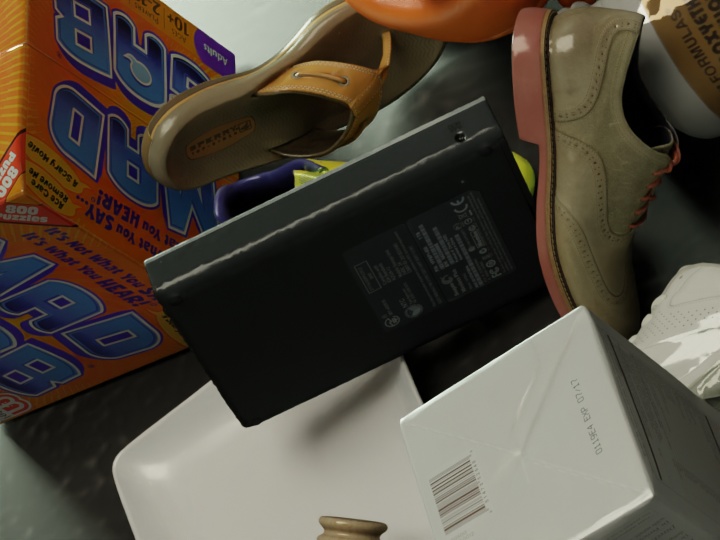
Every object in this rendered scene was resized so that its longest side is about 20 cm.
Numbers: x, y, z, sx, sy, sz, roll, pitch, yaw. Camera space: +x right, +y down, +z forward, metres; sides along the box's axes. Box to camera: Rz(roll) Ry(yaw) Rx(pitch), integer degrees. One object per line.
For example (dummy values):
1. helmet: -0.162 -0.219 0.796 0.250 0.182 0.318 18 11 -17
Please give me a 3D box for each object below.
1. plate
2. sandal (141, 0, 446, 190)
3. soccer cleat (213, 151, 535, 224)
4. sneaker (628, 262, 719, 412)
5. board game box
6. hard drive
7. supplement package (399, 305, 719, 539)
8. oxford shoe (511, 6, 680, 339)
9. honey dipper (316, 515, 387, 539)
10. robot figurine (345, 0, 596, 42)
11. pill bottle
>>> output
1. plate: -0.035 0.129 1.584 0.200 0.032 0.200 -38 50 16
2. sandal: -0.031 -0.097 1.641 0.200 0.080 0.054 -28 42 -10
3. soccer cleat: 0.004 -0.036 1.606 0.200 0.084 0.065 -9 61 35
4. sneaker: 0.166 0.049 1.448 0.200 0.078 0.100 -29 44 12
5. board game box: -0.211 -0.058 1.708 0.200 0.200 0.200 -22 55 29
6. hard drive: 0.000 0.000 1.514 0.200 0.140 0.033 -26 51 3
7. supplement package: 0.128 0.124 1.340 0.109 0.200 0.114 -33 49 19
8. oxford shoe: 0.129 -0.042 1.457 0.075 0.200 0.071 -3 31 18
9. honey dipper: -0.016 0.230 1.489 0.038 0.038 0.201 5 86 40
10. robot figurine: 0.049 -0.183 1.555 0.143 0.200 0.117 -17 86 18
11. pill bottle: 0.189 -0.135 1.492 0.200 0.114 0.115 -30 51 23
